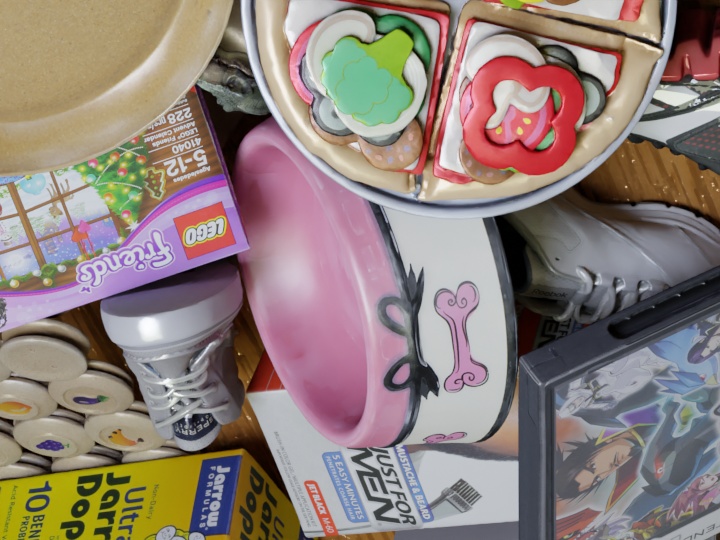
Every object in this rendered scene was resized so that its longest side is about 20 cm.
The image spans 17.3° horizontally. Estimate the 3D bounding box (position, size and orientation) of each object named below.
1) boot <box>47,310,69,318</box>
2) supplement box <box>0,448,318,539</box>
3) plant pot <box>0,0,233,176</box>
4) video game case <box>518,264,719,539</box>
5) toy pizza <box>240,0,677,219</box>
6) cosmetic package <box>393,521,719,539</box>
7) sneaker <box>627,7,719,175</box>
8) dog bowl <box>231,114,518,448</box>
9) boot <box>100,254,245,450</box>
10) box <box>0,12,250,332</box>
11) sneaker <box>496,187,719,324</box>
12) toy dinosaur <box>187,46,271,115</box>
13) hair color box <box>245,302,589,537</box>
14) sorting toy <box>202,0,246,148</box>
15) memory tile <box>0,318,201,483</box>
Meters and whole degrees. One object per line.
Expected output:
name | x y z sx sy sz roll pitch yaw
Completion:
boot | -0.145 -0.049 1.250 0.075 0.074 0.200 20 126 -37
supplement box | -0.140 0.190 1.414 0.199 0.110 0.110 -10 142 23
plant pot | -0.155 -0.131 1.062 0.198 0.028 0.201 -11 131 -13
video game case | 0.163 0.080 1.213 0.180 0.026 0.201 -23 141 -16
toy pizza | 0.045 -0.120 1.065 0.198 0.032 0.202 0 104 0
cosmetic package | 0.121 0.185 1.360 0.198 0.090 0.107 -10 126 20
sneaker | 0.158 -0.085 1.152 0.199 0.071 0.098 -5 122 19
dog bowl | 0.000 0.000 1.186 0.073 0.200 0.201 -17 131 -21
boot | -0.088 0.048 1.241 0.073 0.200 0.096 -7 97 5
box | -0.168 -0.044 1.165 0.199 0.039 0.138 -19 122 -1
sneaker | 0.116 -0.001 1.220 0.199 0.087 0.075 24 127 -3
toy dinosaur | 0.010 -0.126 1.152 0.198 0.089 0.048 -13 146 -4
hair color box | 0.049 0.083 1.321 0.198 0.064 0.111 -8 123 21
sorting toy | -0.158 -0.106 1.264 0.184 0.037 0.200 31 124 -7
memory tile | -0.190 0.086 1.375 0.152 0.017 0.200 -7 148 21
